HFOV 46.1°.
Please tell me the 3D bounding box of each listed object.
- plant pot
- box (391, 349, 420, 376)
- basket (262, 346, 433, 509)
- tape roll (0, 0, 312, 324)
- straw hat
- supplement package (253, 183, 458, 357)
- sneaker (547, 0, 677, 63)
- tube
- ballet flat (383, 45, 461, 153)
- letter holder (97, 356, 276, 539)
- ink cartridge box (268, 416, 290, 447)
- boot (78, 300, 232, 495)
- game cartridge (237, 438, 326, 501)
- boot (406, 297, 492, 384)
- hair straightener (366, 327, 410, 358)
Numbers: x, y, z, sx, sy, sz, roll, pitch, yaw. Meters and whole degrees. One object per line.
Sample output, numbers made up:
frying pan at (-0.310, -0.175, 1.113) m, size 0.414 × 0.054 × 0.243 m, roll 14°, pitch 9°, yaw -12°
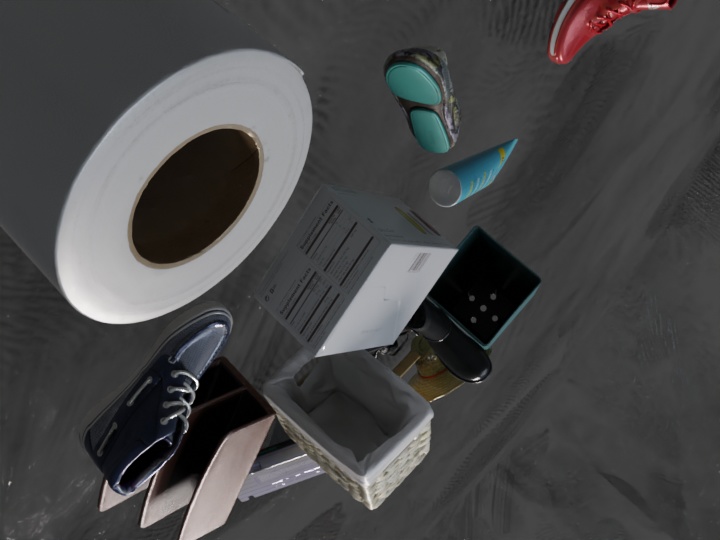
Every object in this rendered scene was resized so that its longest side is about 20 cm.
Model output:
plant pot at (0.207, 0.046, 1.448) m, size 0.142 × 0.141 × 0.200 m, roll -48°, pitch 165°, yaw -4°
box at (0.013, 0.226, 1.440) m, size 0.200 × 0.021 × 0.164 m, roll -42°, pitch 172°, yaw -22°
basket at (-0.013, 0.199, 1.127) m, size 0.135 × 0.199 × 0.124 m, roll -40°, pitch 145°, yaw -23°
tape roll at (-0.147, -0.086, 0.547) m, size 0.202 × 0.139 × 0.204 m, roll -40°, pitch 156°, yaw -22°
straw hat at (0.134, 0.149, 1.513) m, size 0.199 × 0.086 × 0.201 m, roll -31°, pitch -171°, yaw 5°
supplement package at (0.000, 0.000, 1.000) m, size 0.157 × 0.111 × 0.199 m, roll -56°, pitch 158°, yaw 16°
sneaker at (0.332, -0.340, 1.094) m, size 0.078 × 0.115 × 0.202 m, roll -18°, pitch 141°, yaw -52°
tube at (0.163, -0.137, 1.193) m, size 0.199 × 0.050 × 0.078 m, roll -29°, pitch 158°, yaw -52°
ballet flat at (0.069, -0.198, 0.903) m, size 0.072 × 0.072 × 0.200 m, roll -48°, pitch 158°, yaw -4°
letter holder at (-0.206, 0.221, 0.973) m, size 0.141 × 0.100 × 0.202 m, roll -18°, pitch 142°, yaw -50°
ink cartridge box at (-0.073, 0.247, 1.336) m, size 0.159 × 0.047 × 0.202 m, roll -28°, pitch 148°, yaw -43°
boot at (-0.188, 0.128, 0.849) m, size 0.200 × 0.090 × 0.073 m, roll -48°, pitch 138°, yaw -6°
game cartridge at (-0.101, 0.284, 1.258) m, size 0.197 × 0.039 × 0.130 m, roll -18°, pitch 149°, yaw -4°
boot at (0.118, 0.091, 1.281) m, size 0.066 × 0.165 × 0.200 m, roll -47°, pitch 154°, yaw -2°
hair straightener at (0.031, 0.110, 1.345) m, size 0.077 × 0.041 × 0.199 m, roll -57°, pitch 162°, yaw 17°
